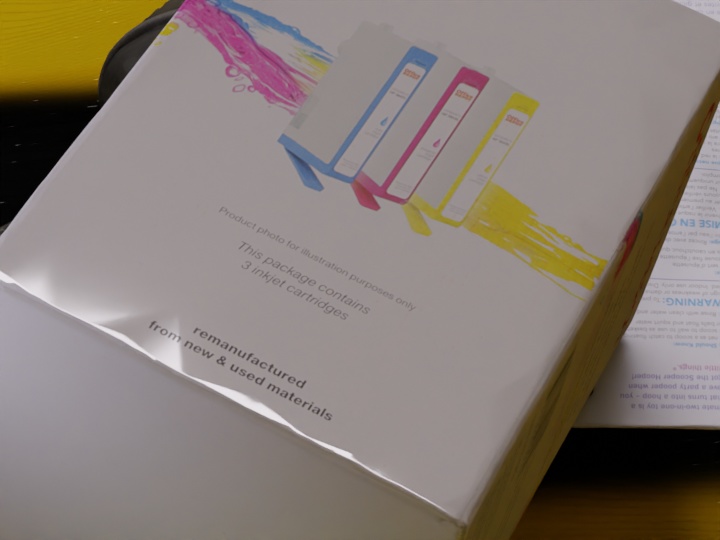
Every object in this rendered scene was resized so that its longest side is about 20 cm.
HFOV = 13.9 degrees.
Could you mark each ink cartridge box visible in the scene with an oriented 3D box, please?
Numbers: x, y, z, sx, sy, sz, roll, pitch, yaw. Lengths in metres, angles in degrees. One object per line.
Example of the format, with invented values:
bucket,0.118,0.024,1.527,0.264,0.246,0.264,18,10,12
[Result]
ink cartridge box,0.000,0.000,0.746,0.125,0.129,0.200,26,51,8

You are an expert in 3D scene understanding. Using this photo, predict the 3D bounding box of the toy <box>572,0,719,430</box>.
toy,0.058,-0.040,0.881,0.115,0.047,0.200,1,67,3

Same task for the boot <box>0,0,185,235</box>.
boot,-0.074,-0.016,0.916,0.182,0.073,0.200,-7,29,48

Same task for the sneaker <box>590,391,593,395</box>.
sneaker,0.087,-0.031,0.966,0.200,0.078,0.140,-16,38,-18
